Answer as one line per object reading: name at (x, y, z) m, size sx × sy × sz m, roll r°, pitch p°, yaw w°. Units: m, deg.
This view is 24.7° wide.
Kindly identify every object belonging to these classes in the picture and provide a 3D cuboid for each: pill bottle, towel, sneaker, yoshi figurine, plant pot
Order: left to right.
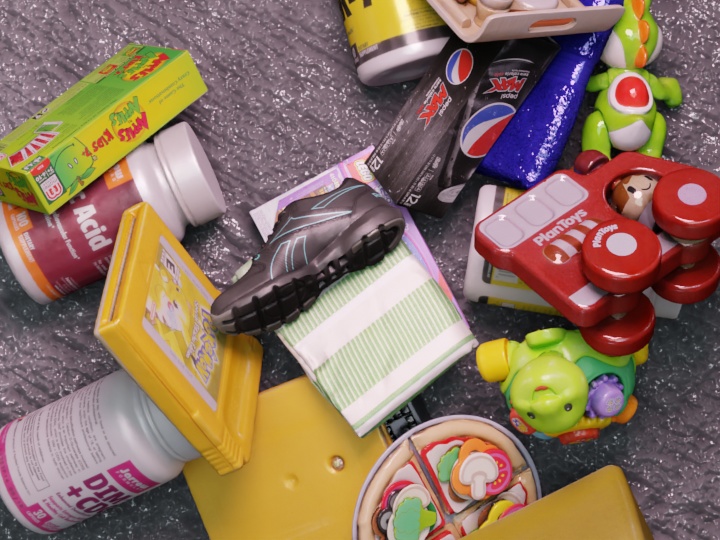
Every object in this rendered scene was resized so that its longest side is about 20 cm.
pill bottle at (-0.232, 0.158, 1.527) m, size 0.200 × 0.113 × 0.114 m, roll -26°, pitch 86°, yaw 18°
pill bottle at (-0.236, -0.057, 1.559) m, size 0.199 × 0.114 × 0.115 m, roll -24°, pitch 86°, yaw 2°
sneaker at (-0.057, -0.012, 1.502) m, size 0.200 × 0.075 × 0.079 m, roll -32°, pitch 63°, yaw -14°
towel at (-0.005, 0.036, 1.524) m, size 0.152 × 0.023 × 0.200 m, roll -38°, pitch 74°, yaw -6°
pill bottle at (0.028, -0.285, 1.552) m, size 0.114 × 0.114 × 0.201 m, roll -15°, pitch 86°, yaw 3°
towel at (0.153, -0.181, 1.529) m, size 0.049 × 0.148 × 0.201 m, roll 20°, pitch 92°, yaw -35°
pill bottle at (0.201, -0.011, 1.530) m, size 0.199 × 0.111 × 0.112 m, roll 10°, pitch 88°, yaw 4°
plant pot at (0.198, 0.329, 1.447) m, size 0.199 × 0.176 × 0.200 m, roll -27°, pitch 114°, yaw 2°
yoshi figurine at (0.243, -0.178, 1.557) m, size 0.112 × 0.112 × 0.201 m, roll 8°, pitch 101°, yaw 37°

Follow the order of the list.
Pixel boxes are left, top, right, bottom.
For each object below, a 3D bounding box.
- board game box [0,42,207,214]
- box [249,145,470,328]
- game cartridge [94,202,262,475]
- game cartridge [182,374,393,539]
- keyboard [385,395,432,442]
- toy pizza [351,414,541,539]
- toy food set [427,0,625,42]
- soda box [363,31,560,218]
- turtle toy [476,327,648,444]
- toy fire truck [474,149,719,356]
board game box at (-0.250, -0.135, 1.528) m, size 0.200 × 0.101 × 0.048 m, roll -42°, pitch 124°, yaw -26°
box at (0.000, 0.000, 1.579) m, size 0.137 × 0.039 × 0.200 m, roll -28°, pitch 86°, yaw 3°
game cartridge at (-0.155, 0.062, 1.466) m, size 0.032 × 0.177 × 0.200 m, roll -26°, pitch 123°, yaw 20°
game cartridge at (-0.062, 0.196, 1.560) m, size 0.199 × 0.032 × 0.177 m, roll -22°, pitch 91°, yaw 15°
keyboard at (0.034, 0.215, 1.577) m, size 0.127 × 0.021 × 0.201 m, roll -27°, pitch 85°, yaw 2°
toy pizza at (0.086, 0.233, 1.520) m, size 0.199 × 0.032 × 0.201 m, roll -5°, pitch 101°, yaw -24°
toy food set at (0.121, -0.272, 1.449) m, size 0.143 × 0.061 × 0.200 m, roll -9°, pitch 45°, yaw -28°
soda box at (0.091, -0.149, 1.504) m, size 0.200 × 0.063 × 0.071 m, roll -55°, pitch 45°, yaw 22°
turtle toy at (0.183, 0.103, 1.485) m, size 0.145 × 0.200 × 0.101 m, roll -14°, pitch 75°, yaw 18°
toy fire truck at (0.220, -0.037, 1.430) m, size 0.200 × 0.112 × 0.168 m, roll -34°, pitch 56°, yaw -20°
